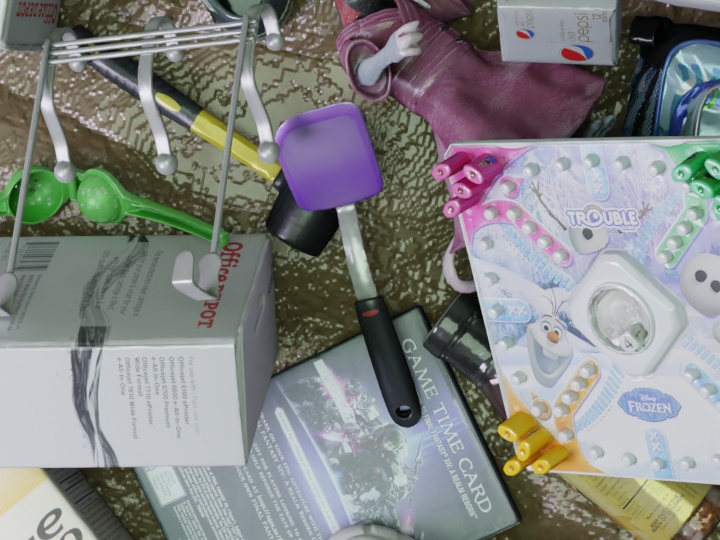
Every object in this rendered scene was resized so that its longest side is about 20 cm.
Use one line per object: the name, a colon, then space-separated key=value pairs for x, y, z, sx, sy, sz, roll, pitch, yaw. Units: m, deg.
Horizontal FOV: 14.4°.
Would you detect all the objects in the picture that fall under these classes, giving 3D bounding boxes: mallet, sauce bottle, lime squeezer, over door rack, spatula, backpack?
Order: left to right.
lime squeezer: x=-0.172 y=-0.039 z=1.684 sx=0.198 sy=0.071 sz=0.038 roll=0 pitch=108 yaw=6
over door rack: x=-0.127 y=-0.055 z=1.610 sx=0.147 sy=0.067 sz=0.201 roll=-5 pitch=53 yaw=25
mallet: x=-0.085 y=-0.093 z=1.690 sx=0.200 sy=0.041 sz=0.066 roll=40 pitch=99 yaw=6
spatula: x=0.000 y=0.000 z=1.658 sx=0.056 sy=0.021 sz=0.201 roll=-13 pitch=104 yaw=12
sauce bottle: x=0.126 y=0.088 z=1.664 sx=0.200 sy=0.066 sz=0.066 roll=39 pitch=97 yaw=5
backpack: x=0.227 y=-0.024 z=1.592 sx=0.182 sy=0.147 sz=0.201 roll=9 pitch=102 yaw=-5

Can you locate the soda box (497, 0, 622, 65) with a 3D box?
soda box: x=0.116 y=-0.218 z=1.599 sx=0.068 sy=0.064 sz=0.201 roll=2 pitch=65 yaw=7

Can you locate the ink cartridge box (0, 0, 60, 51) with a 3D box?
ink cartridge box: x=-0.211 y=-0.232 z=1.637 sx=0.083 sy=0.145 sz=0.202 roll=11 pitch=95 yaw=5

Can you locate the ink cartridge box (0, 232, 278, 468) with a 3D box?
ink cartridge box: x=-0.154 y=0.045 z=1.644 sx=0.198 sy=0.145 sz=0.084 roll=-1 pitch=115 yaw=7

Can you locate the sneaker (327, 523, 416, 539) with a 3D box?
sneaker: x=0.069 y=0.210 z=1.663 sx=0.199 sy=0.080 sz=0.074 roll=15 pitch=102 yaw=-3

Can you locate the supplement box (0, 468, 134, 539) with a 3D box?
supplement box: x=-0.191 y=0.199 z=1.702 sx=0.126 sy=0.074 sz=0.200 roll=-39 pitch=89 yaw=7

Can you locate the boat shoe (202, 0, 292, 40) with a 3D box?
boat shoe: x=-0.095 y=-0.229 z=1.666 sx=0.072 sy=0.062 sz=0.201 roll=-23 pitch=92 yaw=6

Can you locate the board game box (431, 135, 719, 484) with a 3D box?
board game box: x=0.140 y=0.027 z=1.547 sx=0.199 sy=0.026 sz=0.201 roll=1 pitch=114 yaw=40

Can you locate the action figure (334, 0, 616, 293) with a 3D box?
action figure: x=0.047 y=-0.114 z=1.658 sx=0.200 sy=0.134 sz=0.149 roll=40 pitch=141 yaw=15

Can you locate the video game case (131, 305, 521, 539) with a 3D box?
video game case: x=-0.023 y=0.127 z=1.706 sx=0.199 sy=0.019 sz=0.144 roll=-26 pitch=91 yaw=7

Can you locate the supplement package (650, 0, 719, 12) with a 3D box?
supplement package: x=0.204 y=-0.198 z=1.564 sx=0.109 sy=0.200 sz=0.115 roll=8 pitch=94 yaw=5
